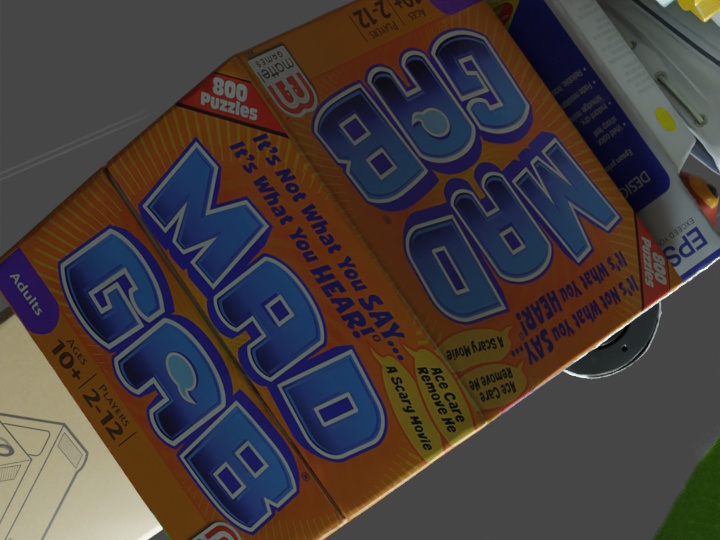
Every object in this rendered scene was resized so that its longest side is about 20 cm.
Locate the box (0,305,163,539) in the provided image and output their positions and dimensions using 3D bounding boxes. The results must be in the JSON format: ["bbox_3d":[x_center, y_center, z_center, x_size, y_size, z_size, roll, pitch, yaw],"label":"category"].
[{"bbox_3d":[-0.207,0.122,1.630,0.200,0.164,0.021,-35,-150,1],"label":"box"}]

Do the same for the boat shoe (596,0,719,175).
[{"bbox_3d":[0.136,-0.114,1.525,0.067,0.200,0.074,-46,136,-10],"label":"boat shoe"}]

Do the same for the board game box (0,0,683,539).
[{"bbox_3d":[-0.011,0.003,1.437,0.200,0.200,0.200,-38,176,37],"label":"board game box"}]

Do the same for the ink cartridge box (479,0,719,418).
[{"bbox_3d":[0.072,-0.049,1.517,0.198,0.200,0.047,-38,177,37],"label":"ink cartridge box"}]

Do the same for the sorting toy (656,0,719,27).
[{"bbox_3d":[0.185,-0.151,1.394,0.107,0.180,0.200,-34,176,-12],"label":"sorting toy"}]

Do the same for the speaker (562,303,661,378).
[{"bbox_3d":[0.107,0.005,1.765,0.081,0.081,0.200,-35,-162,-7],"label":"speaker"}]

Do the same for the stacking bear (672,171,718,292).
[{"bbox_3d":[0.149,-0.077,1.849,0.114,0.200,0.121,-36,176,17],"label":"stacking bear"}]
